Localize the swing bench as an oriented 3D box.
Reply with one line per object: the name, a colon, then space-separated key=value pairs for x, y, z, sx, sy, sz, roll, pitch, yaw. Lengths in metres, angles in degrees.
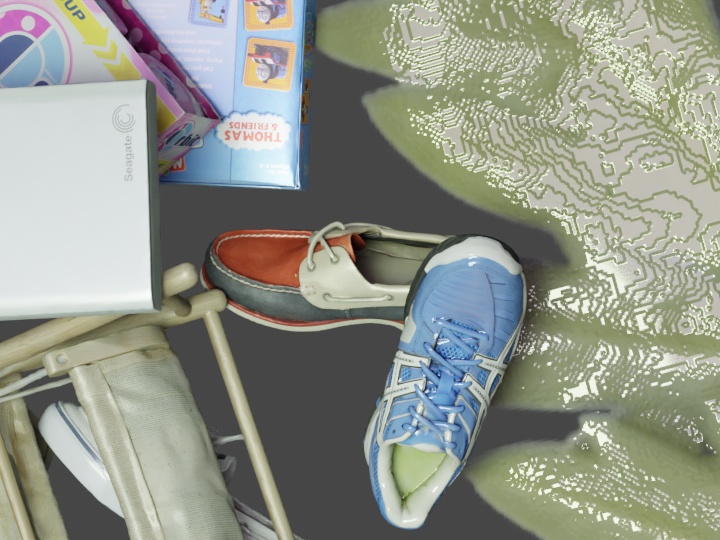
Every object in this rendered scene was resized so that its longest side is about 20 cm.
swing bench: x=-0.151 y=0.126 z=1.516 sx=0.200 sy=0.130 sz=0.199 roll=-20 pitch=79 yaw=3

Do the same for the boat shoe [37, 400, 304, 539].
boat shoe: x=-0.102 y=0.130 z=1.609 sx=0.202 sy=0.075 sz=0.086 roll=39 pitch=96 yaw=5

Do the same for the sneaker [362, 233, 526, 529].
sneaker: x=0.053 y=0.069 z=1.543 sx=0.076 sy=0.077 sz=0.200 roll=11 pitch=123 yaw=-6

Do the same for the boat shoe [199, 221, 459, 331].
boat shoe: x=0.000 y=0.000 z=1.587 sx=0.200 sy=0.063 sz=0.071 roll=10 pitch=52 yaw=6

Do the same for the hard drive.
hard drive: x=-0.215 y=-0.037 z=1.474 sx=0.200 sy=0.027 sz=0.132 roll=-3 pitch=84 yaw=8

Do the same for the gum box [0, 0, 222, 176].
gum box: x=-0.196 y=-0.131 z=1.597 sx=0.113 sy=0.066 sz=0.200 roll=-42 pitch=78 yaw=13

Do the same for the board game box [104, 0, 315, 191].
board game box: x=-0.105 y=-0.153 z=1.630 sx=0.151 sy=0.037 sz=0.200 roll=3 pitch=89 yaw=10

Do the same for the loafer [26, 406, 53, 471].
loafer: x=-0.289 y=0.078 z=1.633 sx=0.200 sy=0.068 sz=0.076 roll=16 pitch=62 yaw=3
